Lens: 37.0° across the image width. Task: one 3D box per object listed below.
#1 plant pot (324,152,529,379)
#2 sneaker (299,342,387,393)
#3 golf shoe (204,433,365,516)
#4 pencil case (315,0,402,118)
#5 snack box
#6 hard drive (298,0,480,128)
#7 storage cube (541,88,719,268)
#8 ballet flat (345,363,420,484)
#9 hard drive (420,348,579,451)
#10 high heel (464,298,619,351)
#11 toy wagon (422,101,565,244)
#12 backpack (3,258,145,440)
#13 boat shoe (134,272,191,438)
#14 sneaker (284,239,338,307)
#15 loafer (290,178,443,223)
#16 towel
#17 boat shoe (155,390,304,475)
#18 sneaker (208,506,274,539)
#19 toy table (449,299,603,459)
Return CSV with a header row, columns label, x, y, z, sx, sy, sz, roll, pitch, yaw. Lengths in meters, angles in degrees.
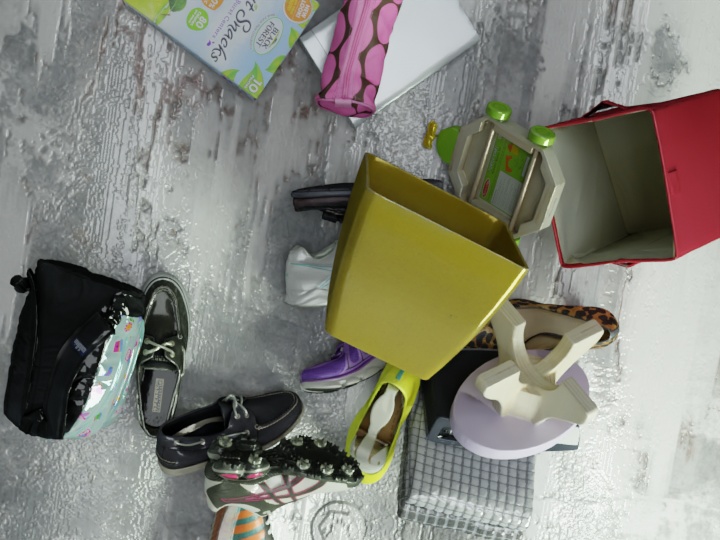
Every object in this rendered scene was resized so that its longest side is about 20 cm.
label,x,y,z,sx,sy,sz,roll,pitch,yaw
plant pot,0.055,0.003,1.248,0.198,0.200,0.178,26,105,-8
sneaker,0.004,0.095,1.384,0.198,0.081,0.084,-28,86,-15
golf shoe,-0.095,0.253,1.320,0.196,0.077,0.089,7,116,-15
pencil case,0.002,-0.287,1.298,0.089,0.094,0.204,12,95,-10
snack box,-0.169,-0.325,1.313,0.199,0.053,0.143,35,90,-11
hard drive,0.037,-0.292,1.364,0.199,0.027,0.133,-35,100,-5
storage cube,0.346,-0.116,1.325,0.178,0.169,0.204,-18,99,-43
ballet flat,0.019,0.200,1.354,0.066,0.067,0.202,25,118,7
hard drive,0.175,0.158,1.350,0.196,0.136,0.043,5,139,-10
high heel,0.224,0.078,1.372,0.196,0.143,0.073,-9,97,-8
toy wagon,0.163,-0.131,1.347,0.039,0.199,0.157,-20,136,-43
backpack,-0.338,0.103,1.281,0.165,0.126,0.203,17,93,28
boat shoe,-0.246,0.106,1.337,0.069,0.064,0.204,2,95,-9
sneaker,0.000,0.000,1.365,0.196,0.070,0.082,-4,94,-8
loafer,0.011,-0.079,1.361,0.196,0.072,0.064,-5,101,-12
towel,0.133,0.233,1.361,0.163,0.202,0.086,13,138,-4
boat shoe,-0.160,0.189,1.336,0.197,0.073,0.064,-20,129,-20
sneaker,-0.143,0.319,1.378,0.079,0.071,0.203,13,96,-18
toy table,0.202,0.128,1.276,0.199,0.118,0.183,-33,64,-34
